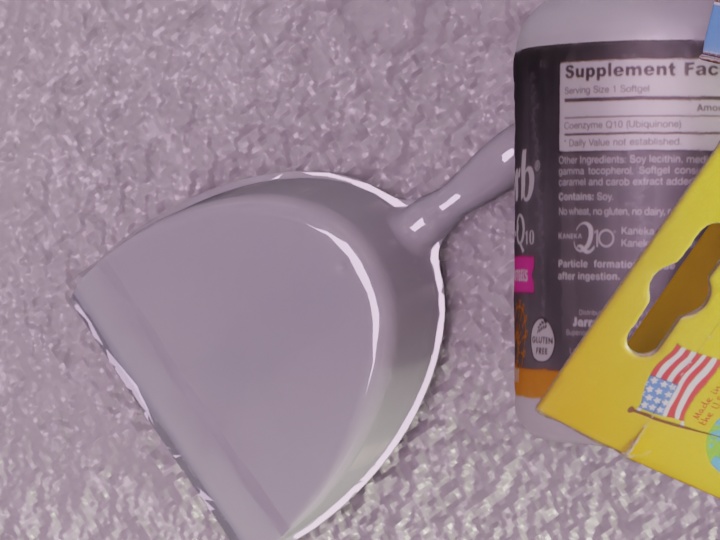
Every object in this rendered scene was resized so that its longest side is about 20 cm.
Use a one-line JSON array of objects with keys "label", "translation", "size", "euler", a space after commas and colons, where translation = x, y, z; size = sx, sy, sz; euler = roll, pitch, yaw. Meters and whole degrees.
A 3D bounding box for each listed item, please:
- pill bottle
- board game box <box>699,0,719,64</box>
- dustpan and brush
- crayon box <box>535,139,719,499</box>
[{"label": "pill bottle", "translation": [0.113, -0.040, 0.881], "size": [0.115, 0.116, 0.202], "euler": [0, 89, 18]}, {"label": "board game box", "translation": [0.221, -0.145, 0.809], "size": [0.097, 0.159, 0.202], "euler": [19, 97, 50]}, {"label": "dustpan and brush", "translation": [0.000, 0.000, 0.958], "size": [0.200, 0.057, 0.140], "euler": [-39, 80, 21]}, {"label": "crayon box", "translation": [0.169, 0.025, 0.781], "size": [0.199, 0.051, 0.127], "euler": [24, 120, -16]}]
